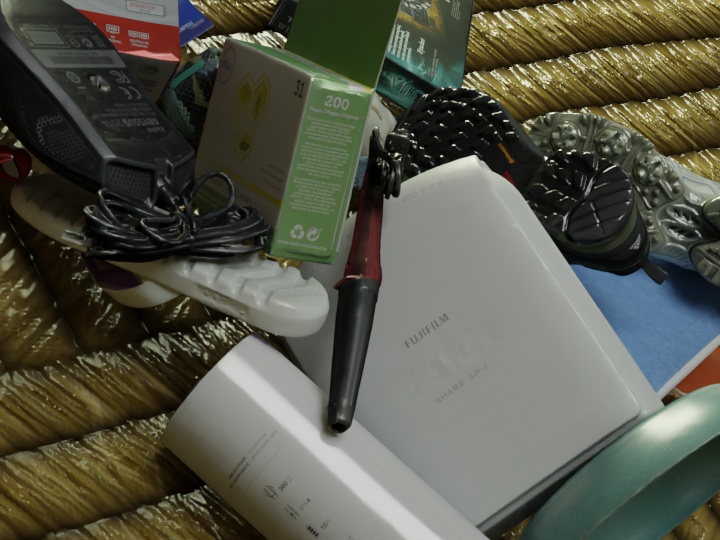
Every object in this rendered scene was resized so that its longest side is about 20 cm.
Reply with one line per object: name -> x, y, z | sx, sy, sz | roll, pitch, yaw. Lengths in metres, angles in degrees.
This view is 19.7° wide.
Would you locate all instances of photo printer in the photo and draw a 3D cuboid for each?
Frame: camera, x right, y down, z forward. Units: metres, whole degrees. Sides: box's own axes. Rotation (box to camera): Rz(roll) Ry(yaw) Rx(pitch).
photo printer -> 0.053, 0.046, 1.180 | 0.201, 0.166, 0.069 | 58, 10, 18

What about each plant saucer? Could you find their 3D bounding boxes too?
plant saucer -> 0.156, 0.123, 1.163 | 0.199, 0.200, 0.036 | -18, 63, -47

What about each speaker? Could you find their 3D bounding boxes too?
speaker -> -0.010, 0.126, 1.102 | 0.200, 0.081, 0.081 | 41, 39, 8

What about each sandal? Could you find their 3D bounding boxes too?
sandal -> -0.114, 0.001, 1.142 | 0.202, 0.050, 0.082 | 24, 20, 23

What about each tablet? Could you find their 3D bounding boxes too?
tablet -> 0.163, 0.019, 1.306 | 0.130, 0.014, 0.200 | 37, 36, 16

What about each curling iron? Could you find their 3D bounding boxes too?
curling iron -> 0.000, 0.000, 1.129 | 0.025, 0.050, 0.201 | 12, 56, 0

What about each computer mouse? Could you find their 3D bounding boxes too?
computer mouse -> -0.149, -0.071, 1.123 | 0.138, 0.053, 0.200 | -3, 50, -53

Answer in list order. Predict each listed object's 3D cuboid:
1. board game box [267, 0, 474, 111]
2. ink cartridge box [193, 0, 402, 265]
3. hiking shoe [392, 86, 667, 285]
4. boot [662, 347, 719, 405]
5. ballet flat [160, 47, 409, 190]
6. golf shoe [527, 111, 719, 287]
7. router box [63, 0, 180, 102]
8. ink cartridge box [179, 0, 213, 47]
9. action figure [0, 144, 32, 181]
board game box -> 0.012, -0.180, 1.421 | 0.135, 0.028, 0.200 | 30, 27, -10
ink cartridge box -> -0.035, -0.118, 1.188 | 0.048, 0.201, 0.145 | 9, 11, -26
hiking shoe -> 0.098, -0.044, 1.284 | 0.200, 0.076, 0.101 | 33, -14, 42
boot -> 0.173, 0.066, 1.337 | 0.199, 0.075, 0.108 | 5, 48, -47
ballet flat -> -0.028, -0.097, 1.316 | 0.199, 0.074, 0.075 | 9, 49, -34
golf shoe -> 0.196, -0.038, 1.350 | 0.199, 0.079, 0.097 | 28, 5, 11
router box -> -0.210, -0.200, 1.232 | 0.199, 0.049, 0.180 | 8, 58, -22
ink cartridge box -> -0.180, -0.220, 1.327 | 0.200, 0.039, 0.099 | 44, 38, 2
action figure -> -0.256, -0.092, 1.100 | 0.199, 0.099, 0.066 | 20, 63, -28
